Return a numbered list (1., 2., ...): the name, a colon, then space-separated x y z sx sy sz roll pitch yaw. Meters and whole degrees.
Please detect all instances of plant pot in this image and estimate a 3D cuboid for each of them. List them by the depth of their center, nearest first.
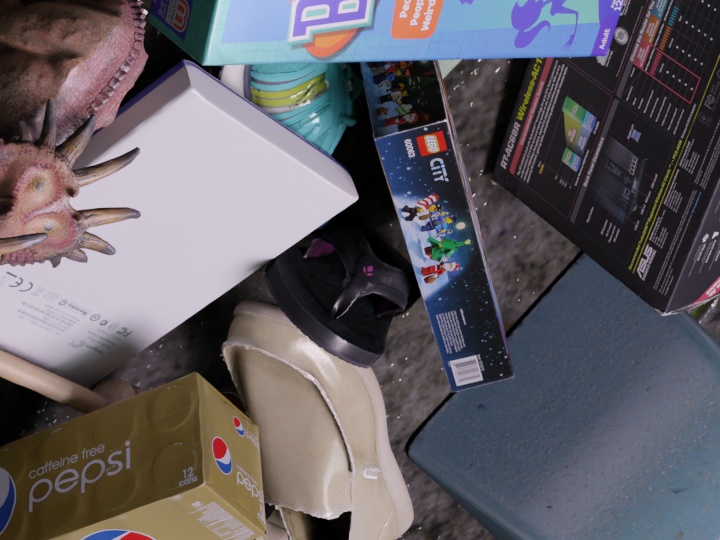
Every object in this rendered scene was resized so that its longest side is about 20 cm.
1. plant pot: 0.193 0.140 1.238 0.196 0.200 0.196 -47 139 -3

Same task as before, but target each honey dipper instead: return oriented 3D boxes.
1. honey dipper: -0.165 0.051 0.943 0.038 0.038 0.200 -53 135 4

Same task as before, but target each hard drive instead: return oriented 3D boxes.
1. hard drive: -0.118 -0.013 0.929 0.200 0.025 0.132 -34 142 20

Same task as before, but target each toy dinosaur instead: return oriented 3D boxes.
1. toy dinosaur: -0.137 -0.075 0.829 0.086 0.135 0.200 40 70 -43

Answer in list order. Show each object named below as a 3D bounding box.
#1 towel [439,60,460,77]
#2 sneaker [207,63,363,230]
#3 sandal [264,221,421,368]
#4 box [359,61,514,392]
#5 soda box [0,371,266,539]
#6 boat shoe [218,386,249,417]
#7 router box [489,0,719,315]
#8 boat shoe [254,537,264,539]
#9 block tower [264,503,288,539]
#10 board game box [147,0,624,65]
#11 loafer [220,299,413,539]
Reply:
1. towel: 0.054 -0.204 1.000 0.152 0.023 0.200 -39 137 -13
2. sneaker: -0.038 -0.099 0.946 0.079 0.078 0.200 2 132 -9
3. sandal: -0.001 -0.001 1.009 0.048 0.075 0.200 -51 179 16
4. box: 0.037 -0.051 0.996 0.038 0.137 0.200 -14 138 5
5. soda box: -0.149 0.123 0.957 0.200 0.068 0.064 -21 141 17
6. boat shoe: -0.140 0.135 1.042 0.200 0.076 0.074 -41 135 -11
7. router box: 0.167 -0.098 1.062 0.062 0.150 0.200 -16 136 -40
8. boat shoe: -0.133 0.216 1.068 0.201 0.072 0.066 -43 175 5
9. block tower: -0.072 0.180 1.133 0.058 0.054 0.200 31 94 -38
10. board game box: 0.030 -0.154 0.697 0.200 0.045 0.152 -6 124 -36
11. loafer: -0.025 0.099 1.030 0.068 0.076 0.200 -56 137 -32
